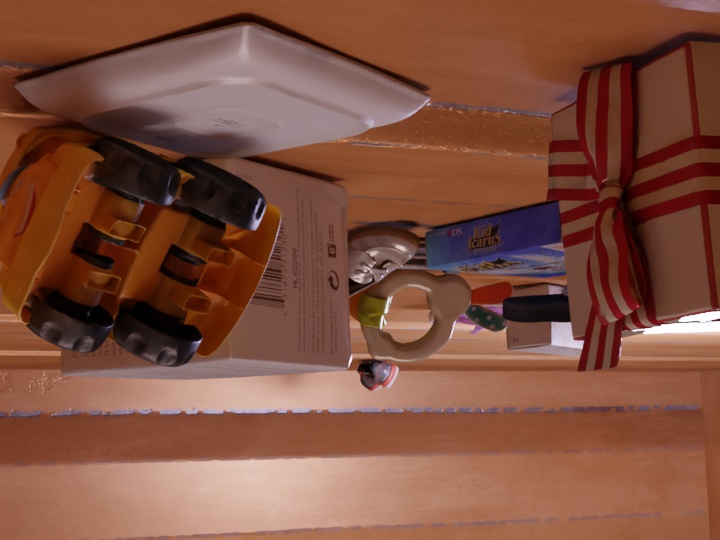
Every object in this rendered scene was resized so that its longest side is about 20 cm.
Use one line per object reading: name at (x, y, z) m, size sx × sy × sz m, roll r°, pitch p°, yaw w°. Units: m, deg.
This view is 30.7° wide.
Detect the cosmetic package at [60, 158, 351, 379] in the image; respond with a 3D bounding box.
cosmetic package at (-0.134, 0.006, 1.137) m, size 0.199 × 0.169 × 0.166 m, roll -6°, pitch 171°, yaw 35°

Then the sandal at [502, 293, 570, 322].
sandal at (0.256, 0.050, 1.490) m, size 0.198 × 0.043 × 0.076 m, roll -2°, pitch -170°, yaw -10°

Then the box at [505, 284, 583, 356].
box at (0.300, 0.077, 1.967) m, size 0.077 × 0.096 × 0.199 m, roll -8°, pitch 171°, yaw 37°

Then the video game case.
video game case at (0.200, -0.028, 1.393) m, size 0.180 × 0.046 × 0.199 m, roll 6°, pitch 169°, yaw -38°

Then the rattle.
rattle at (0.089, 0.044, 1.732) m, size 0.199 × 0.131 × 0.143 m, roll -19°, pitch 179°, yaw -7°

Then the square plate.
square plate at (-0.086, -0.107, 0.852) m, size 0.197 × 0.029 × 0.199 m, roll -8°, pitch 169°, yaw 34°

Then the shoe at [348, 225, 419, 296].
shoe at (0.000, 0.000, 1.439) m, size 0.070 × 0.054 × 0.200 m, roll 16°, pitch 158°, yaw -28°

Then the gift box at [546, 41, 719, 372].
gift box at (0.224, -0.034, 0.868) m, size 0.185 × 0.186 × 0.200 m, roll 0°, pitch 166°, yaw -24°

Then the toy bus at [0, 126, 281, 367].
toy bus at (-0.185, -0.041, 0.903) m, size 0.192 × 0.136 × 0.200 m, roll 35°, pitch -169°, yaw 32°

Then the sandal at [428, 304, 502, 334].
sandal at (0.185, 0.079, 2.105) m, size 0.082 × 0.050 × 0.202 m, roll 3°, pitch 171°, yaw -29°

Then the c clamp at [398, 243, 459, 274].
c clamp at (0.068, -0.010, 1.554) m, size 0.199 × 0.027 × 0.170 m, roll 3°, pitch 171°, yaw -31°

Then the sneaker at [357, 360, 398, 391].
sneaker at (0.029, 0.249, 3.271) m, size 0.082 × 0.077 × 0.200 m, roll 29°, pitch 163°, yaw -13°

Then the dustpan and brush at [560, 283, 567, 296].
dustpan and brush at (0.329, -0.006, 1.496) m, size 0.139 × 0.058 × 0.200 m, roll -14°, pitch -164°, yaw 36°
